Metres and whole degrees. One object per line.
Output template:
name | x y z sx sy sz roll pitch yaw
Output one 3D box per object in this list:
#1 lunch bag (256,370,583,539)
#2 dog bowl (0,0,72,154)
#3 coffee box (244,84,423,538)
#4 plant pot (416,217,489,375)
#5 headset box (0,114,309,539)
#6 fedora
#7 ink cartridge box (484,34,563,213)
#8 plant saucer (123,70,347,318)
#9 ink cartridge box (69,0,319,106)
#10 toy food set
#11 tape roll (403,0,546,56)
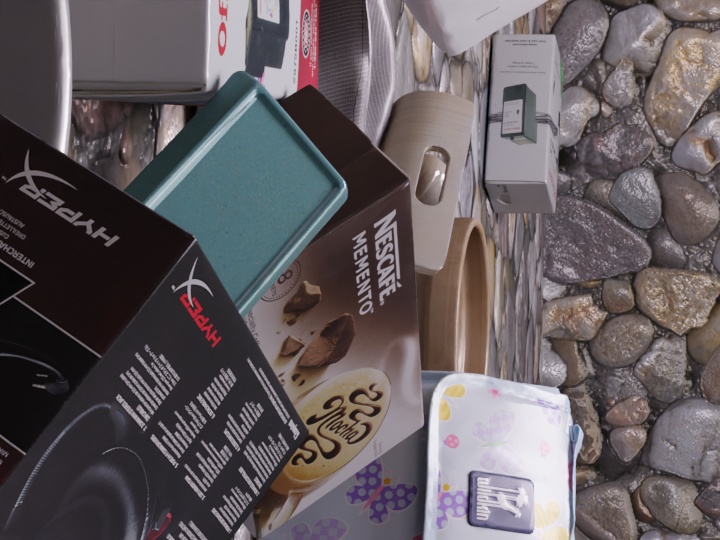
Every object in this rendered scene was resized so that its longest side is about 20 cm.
lunch bag | 0.039 0.154 1.082 0.127 0.198 0.171 64 31 -67
dog bowl | -0.144 -0.062 0.505 0.200 0.058 0.202 1 90 -78
coffee box | -0.037 0.025 0.822 0.113 0.080 0.201 -32 146 -21
plant pot | 0.051 0.057 1.394 0.201 0.092 0.203 1 90 -78
headset box | -0.113 0.082 0.473 0.201 0.075 0.149 -54 157 -14
fedora | -0.030 -0.117 0.972 0.177 0.089 0.202 59 35 -69
ink cartridge box | 0.214 -0.186 2.188 0.146 0.083 0.202 50 43 -72
plant saucer | -0.079 0.010 0.633 0.070 0.019 0.200 48 62 -16
ink cartridge box | -0.078 -0.148 0.755 0.200 0.082 0.147 -25 117 -78
toy food set | 0.000 0.000 1.017 0.200 0.060 0.144 -49 -160 44
tape roll | 0.025 -0.219 0.901 0.203 0.070 0.202 60 0 -1
